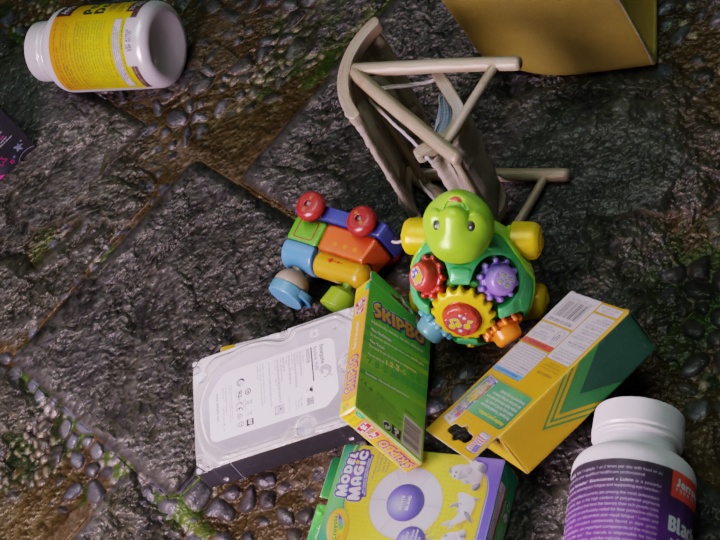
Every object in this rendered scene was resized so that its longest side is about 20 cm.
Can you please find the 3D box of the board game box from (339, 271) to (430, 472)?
[{"bbox_3d":[0.028,0.094,1.463,0.030,0.095,0.201,-32,30,31],"label":"board game box"}]

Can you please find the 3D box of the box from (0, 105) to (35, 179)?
[{"bbox_3d":[-0.549,-0.156,1.938,0.200,0.115,0.132,-43,51,-6],"label":"box"}]

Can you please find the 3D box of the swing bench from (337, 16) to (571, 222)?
[{"bbox_3d":[0.084,-0.132,1.548,0.199,0.199,0.130,21,69,36],"label":"swing bench"}]

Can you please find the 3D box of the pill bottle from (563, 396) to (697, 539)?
[{"bbox_3d":[0.233,0.217,1.295,0.110,0.112,0.202,-3,58,25],"label":"pill bottle"}]

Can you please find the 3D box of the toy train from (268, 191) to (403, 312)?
[{"bbox_3d":[0.000,0.000,1.580,0.199,0.085,0.117,18,73,34],"label":"toy train"}]

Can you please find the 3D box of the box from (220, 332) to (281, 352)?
[{"bbox_3d":[-0.051,0.116,1.554,0.198,0.042,0.120,-13,54,16],"label":"box"}]

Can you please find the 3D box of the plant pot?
[{"bbox_3d":[0.198,-0.332,1.639,0.198,0.196,0.196,-12,54,27],"label":"plant pot"}]

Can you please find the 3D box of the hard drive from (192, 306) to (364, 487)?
[{"bbox_3d":[-0.074,0.125,1.507,0.198,0.038,0.141,-18,50,14],"label":"hard drive"}]

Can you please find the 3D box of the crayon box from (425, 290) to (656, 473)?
[{"bbox_3d":[0.166,0.112,1.398,0.200,0.052,0.126,-42,17,-8],"label":"crayon box"}]

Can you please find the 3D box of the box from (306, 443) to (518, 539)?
[{"bbox_3d":[0.041,0.230,1.426,0.198,0.048,0.118,1,58,29],"label":"box"}]

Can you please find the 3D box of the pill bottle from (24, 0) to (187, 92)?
[{"bbox_3d":[-0.329,-0.285,1.918,0.198,0.109,0.110,1,59,27],"label":"pill bottle"}]

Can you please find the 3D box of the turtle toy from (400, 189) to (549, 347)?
[{"bbox_3d":[0.104,0.001,1.454,0.144,0.201,0.102,2,39,16],"label":"turtle toy"}]
